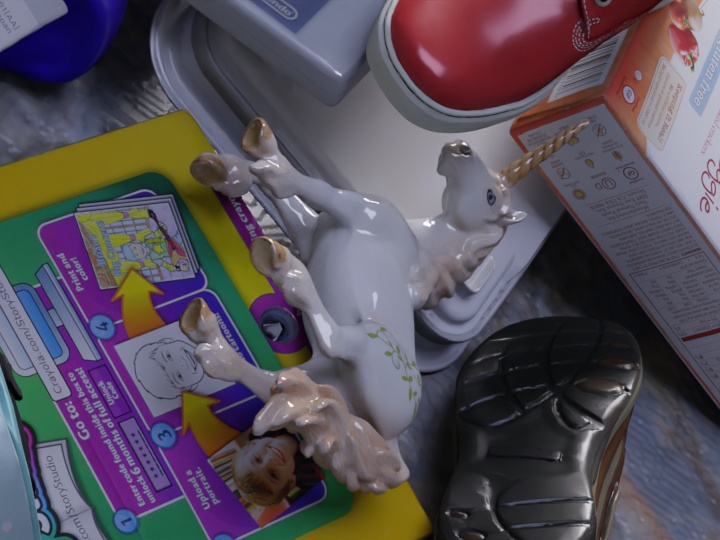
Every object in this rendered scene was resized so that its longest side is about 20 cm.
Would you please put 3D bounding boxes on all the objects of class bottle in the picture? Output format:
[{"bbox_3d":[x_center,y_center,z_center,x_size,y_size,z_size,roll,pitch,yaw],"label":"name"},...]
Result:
[{"bbox_3d":[-0.115,-0.177,1.050,0.065,0.084,0.201,20,54,-12],"label":"bottle"}]

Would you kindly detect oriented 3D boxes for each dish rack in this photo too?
[{"bbox_3d":[0.020,-0.077,1.046,0.200,0.043,0.172,50,53,-18],"label":"dish rack"}]

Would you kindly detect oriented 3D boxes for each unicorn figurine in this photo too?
[{"bbox_3d":[0.000,0.000,0.946,0.137,0.074,0.201,34,55,-31],"label":"unicorn figurine"}]

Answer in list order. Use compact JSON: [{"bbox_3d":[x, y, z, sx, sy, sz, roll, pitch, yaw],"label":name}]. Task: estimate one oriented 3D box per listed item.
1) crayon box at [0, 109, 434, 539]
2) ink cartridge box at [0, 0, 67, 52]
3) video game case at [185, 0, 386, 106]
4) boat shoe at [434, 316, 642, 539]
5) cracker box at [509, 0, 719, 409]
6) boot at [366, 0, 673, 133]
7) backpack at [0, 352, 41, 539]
[{"bbox_3d":[-0.094,0.054,0.932,0.172,0.058,0.201,-21,74,-36],"label":"crayon box"},{"bbox_3d":[-0.225,-0.137,0.906,0.201,0.045,0.176,57,43,-5],"label":"ink cartridge box"},{"bbox_3d":[-0.038,-0.180,1.012,0.199,0.023,0.182,36,53,8],"label":"video game case"},{"bbox_3d":[0.069,0.089,0.996,0.075,0.074,0.200,6,31,14],"label":"boat shoe"},{"bbox_3d":[0.161,-0.039,1.093,0.200,0.057,0.134,51,45,-25],"label":"cracker box"},{"bbox_3d":[0.099,-0.131,0.939,0.200,0.144,0.073,-33,87,-37],"label":"boot"},{"bbox_3d":[-0.184,0.070,0.777,0.152,0.200,0.177,-12,68,-34],"label":"backpack"}]
